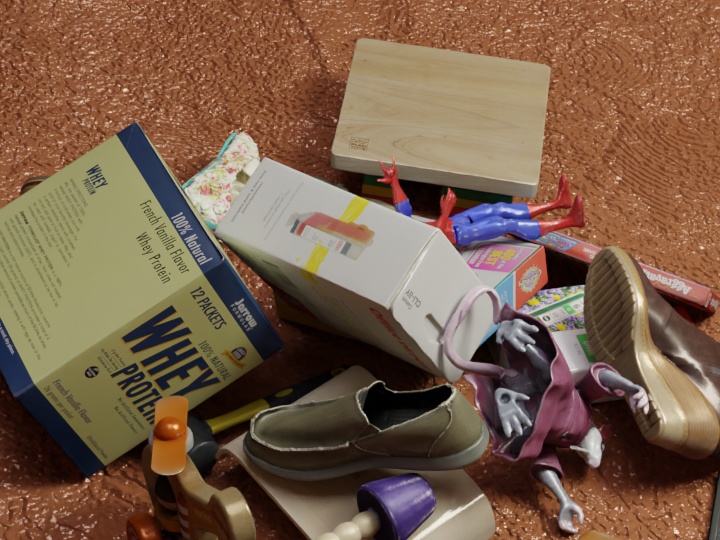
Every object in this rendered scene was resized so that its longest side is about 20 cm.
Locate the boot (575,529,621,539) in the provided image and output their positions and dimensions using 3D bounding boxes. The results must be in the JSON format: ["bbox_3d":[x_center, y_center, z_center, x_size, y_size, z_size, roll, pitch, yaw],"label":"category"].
[{"bbox_3d":[0.141,0.248,1.611,0.200,0.074,0.155,37,50,14],"label":"boot"}]

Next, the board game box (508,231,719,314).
[{"bbox_3d":[0.233,-0.006,1.896,0.200,0.019,0.103,21,0,16],"label":"board game box"}]

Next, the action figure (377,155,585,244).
[{"bbox_3d":[0.093,-0.061,1.816,0.200,0.099,0.065,-17,30,-6],"label":"action figure"}]

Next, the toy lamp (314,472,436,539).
[{"bbox_3d":[-0.030,0.215,1.571,0.200,0.058,0.058,-28,52,-26],"label":"toy lamp"}]

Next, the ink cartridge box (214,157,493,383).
[{"bbox_3d":[0.000,0.000,1.709,0.200,0.145,0.083,24,75,37],"label":"ink cartridge box"}]

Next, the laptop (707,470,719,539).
[{"bbox_3d":[0.388,0.216,1.652,0.200,0.103,0.177,13,41,7],"label":"laptop"}]

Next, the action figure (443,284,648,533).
[{"bbox_3d":[0.149,0.119,1.693,0.149,0.200,0.134,36,90,30],"label":"action figure"}]

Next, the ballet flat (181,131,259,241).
[{"bbox_3d":[-0.125,-0.072,1.919,0.064,0.076,0.200,26,28,4],"label":"ballet flat"}]

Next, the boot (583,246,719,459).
[{"bbox_3d":[0.286,0.075,1.780,0.166,0.072,0.200,6,56,-36],"label":"boot"}]

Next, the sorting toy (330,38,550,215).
[{"bbox_3d":[0.080,-0.135,2.030,0.200,0.070,0.199,8,41,3],"label":"sorting toy"}]

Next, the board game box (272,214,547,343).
[{"bbox_3d":[0.044,0.011,1.841,0.200,0.040,0.153,15,40,36],"label":"board game box"}]

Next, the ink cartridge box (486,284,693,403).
[{"bbox_3d":[0.221,0.063,1.840,0.200,0.050,0.109,-7,43,-13],"label":"ink cartridge box"}]

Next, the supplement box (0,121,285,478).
[{"bbox_3d":[-0.208,0.023,1.710,0.200,0.134,0.200,-34,49,-3],"label":"supplement box"}]

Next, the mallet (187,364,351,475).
[{"bbox_3d":[-0.083,0.124,1.746,0.200,0.041,0.066,-14,42,-27],"label":"mallet"}]

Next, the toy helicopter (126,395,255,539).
[{"bbox_3d":[-0.126,0.170,1.566,0.079,0.132,0.200,-15,8,-23],"label":"toy helicopter"}]

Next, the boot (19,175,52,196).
[{"bbox_3d":[-0.243,-0.022,1.867,0.200,0.074,0.075,28,56,19],"label":"boot"}]

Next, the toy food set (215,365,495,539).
[{"bbox_3d":[-0.005,0.181,1.677,0.143,0.060,0.200,-31,61,-27],"label":"toy food set"}]

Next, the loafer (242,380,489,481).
[{"bbox_3d":[0.000,0.117,1.616,0.200,0.070,0.075,-5,34,14],"label":"loafer"}]

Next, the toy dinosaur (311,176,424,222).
[{"bbox_3d":[-0.035,-0.056,1.896,0.088,0.048,0.200,-28,33,-37],"label":"toy dinosaur"}]
